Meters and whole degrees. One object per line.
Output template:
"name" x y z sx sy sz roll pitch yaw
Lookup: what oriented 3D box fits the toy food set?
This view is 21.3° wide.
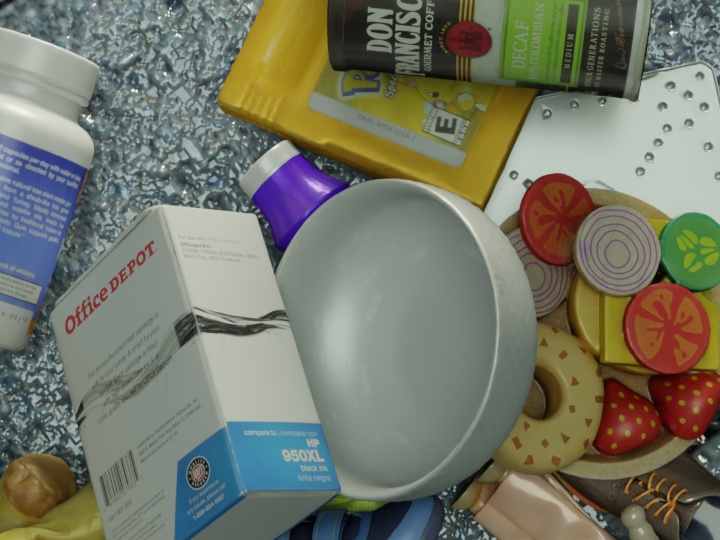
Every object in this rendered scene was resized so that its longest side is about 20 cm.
"toy food set" 0.156 0.037 1.254 0.199 0.049 0.199 4 79 -14

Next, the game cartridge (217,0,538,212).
"game cartridge" 0.027 -0.151 1.311 0.199 0.032 0.177 23 80 7

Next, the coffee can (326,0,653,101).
"coffee can" 0.087 -0.192 1.227 0.199 0.146 0.147 6 87 5

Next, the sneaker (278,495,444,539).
"sneaker" -0.037 0.192 1.250 0.199 0.074 0.082 -31 104 18

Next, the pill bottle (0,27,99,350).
"pill bottle" -0.246 -0.056 1.290 0.112 0.112 0.201 19 87 3

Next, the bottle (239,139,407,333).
"bottle" 0.000 0.000 1.294 0.200 0.084 0.065 48 56 6

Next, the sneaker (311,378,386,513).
"sneaker" -0.034 0.110 1.286 0.078 0.090 0.201 -30 88 -2

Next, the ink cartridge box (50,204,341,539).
"ink cartridge box" -0.109 0.080 1.209 0.144 0.084 0.201 -39 59 39

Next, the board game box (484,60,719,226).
"board game box" 0.166 -0.026 1.320 0.199 0.026 0.201 -12 86 1

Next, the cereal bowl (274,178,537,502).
"cereal bowl" 0.034 0.046 1.186 0.199 0.083 0.201 -9 76 43

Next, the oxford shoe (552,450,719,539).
"oxford shoe" 0.202 0.145 1.285 0.199 0.073 0.072 30 88 3

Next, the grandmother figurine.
"grandmother figurine" 0.159 0.197 1.282 0.200 0.121 0.061 42 48 3

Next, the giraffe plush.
"giraffe plush" -0.237 0.205 1.224 0.199 0.162 0.174 -11 82 18
